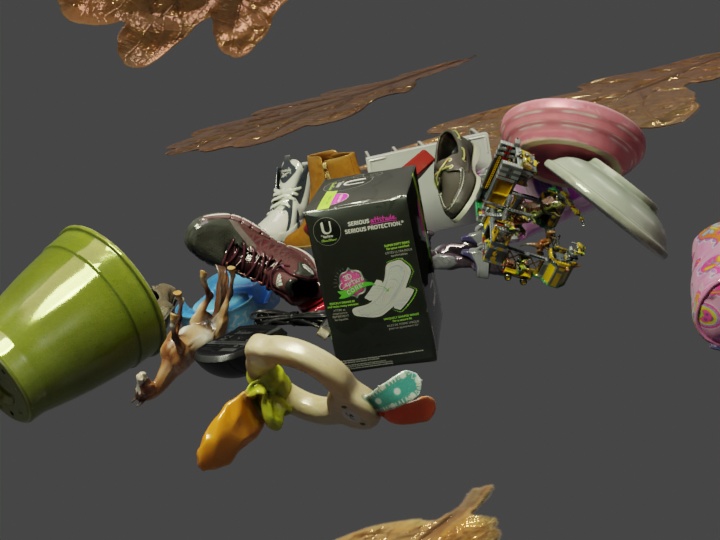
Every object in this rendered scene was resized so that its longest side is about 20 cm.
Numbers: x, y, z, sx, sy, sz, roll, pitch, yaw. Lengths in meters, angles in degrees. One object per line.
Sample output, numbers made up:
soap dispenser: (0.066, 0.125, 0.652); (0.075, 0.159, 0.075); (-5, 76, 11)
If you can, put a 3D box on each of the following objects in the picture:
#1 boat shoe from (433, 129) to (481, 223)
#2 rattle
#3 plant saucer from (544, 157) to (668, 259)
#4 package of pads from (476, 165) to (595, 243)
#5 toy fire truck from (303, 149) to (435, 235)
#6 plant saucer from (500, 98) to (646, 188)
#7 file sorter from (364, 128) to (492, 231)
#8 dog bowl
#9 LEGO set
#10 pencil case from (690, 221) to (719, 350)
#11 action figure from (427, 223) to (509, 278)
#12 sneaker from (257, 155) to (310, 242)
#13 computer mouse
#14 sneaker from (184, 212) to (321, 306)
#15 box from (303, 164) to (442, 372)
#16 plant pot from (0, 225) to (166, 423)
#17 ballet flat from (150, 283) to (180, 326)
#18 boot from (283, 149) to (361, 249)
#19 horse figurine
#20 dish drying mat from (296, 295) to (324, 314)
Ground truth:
boat shoe: (0.135, -0.141, 1.494); (0.072, 0.060, 0.202); (-46, 18, 29)
rattle: (-0.042, 0.151, 1.005); (0.198, 0.131, 0.143); (22, 40, 13)
plant saucer: (0.329, -0.095, 1.317); (0.050, 0.199, 0.200); (-52, 15, 11)
package of pads: (0.279, -0.126, 1.530); (0.198, 0.122, 0.075); (-22, 2, -28)
toy fire truck: (0.021, -0.091, 1.480); (0.168, 0.112, 0.200); (-49, -5, 35)
plant saucer: (0.286, -0.166, 1.388); (0.198, 0.051, 0.201); (14, -17, 4)
file sorter: (0.112, -0.146, 1.671); (0.197, 0.140, 0.125); (-12, 16, -2)
dog bowl: (-0.179, 0.047, 1.421); (0.110, 0.050, 0.200); (-4, 19, 21)
LEGO set: (0.226, -0.084, 1.321); (0.152, 0.117, 0.201); (20, 37, -1)
pencil case: (0.407, 0.013, 1.113); (0.086, 0.088, 0.200); (-5, 20, 18)
action figure: (0.107, -0.019, 1.412); (0.197, 0.070, 0.130); (-11, 23, 13)
sneaker: (-0.134, -0.131, 1.787); (0.079, 0.131, 0.198); (4, 24, 40)
computer mouse: (-0.107, 0.095, 1.254); (0.139, 0.047, 0.200); (-1, 14, 21)
sneaker: (-0.129, -0.010, 1.335); (0.198, 0.076, 0.116); (18, 14, -27)
box: (0.021, -0.005, 1.207); (0.123, 0.202, 0.149); (-8, 19, 10)
plant pot: (-0.380, 0.080, 1.261); (0.199, 0.202, 0.193); (6, 37, 43)
ballet flat: (-0.287, 0.057, 1.420); (0.046, 0.068, 0.200); (28, 11, -11)
boot: (-0.065, -0.117, 1.652); (0.200, 0.146, 0.071); (-11, 13, 38)
horse figurine: (-0.205, 0.070, 1.249); (0.049, 0.134, 0.200); (20, 32, 14)
dish drying mat: (0.000, 0.000, 1.392); (0.199, 0.018, 0.077); (-35, 16, -5)
